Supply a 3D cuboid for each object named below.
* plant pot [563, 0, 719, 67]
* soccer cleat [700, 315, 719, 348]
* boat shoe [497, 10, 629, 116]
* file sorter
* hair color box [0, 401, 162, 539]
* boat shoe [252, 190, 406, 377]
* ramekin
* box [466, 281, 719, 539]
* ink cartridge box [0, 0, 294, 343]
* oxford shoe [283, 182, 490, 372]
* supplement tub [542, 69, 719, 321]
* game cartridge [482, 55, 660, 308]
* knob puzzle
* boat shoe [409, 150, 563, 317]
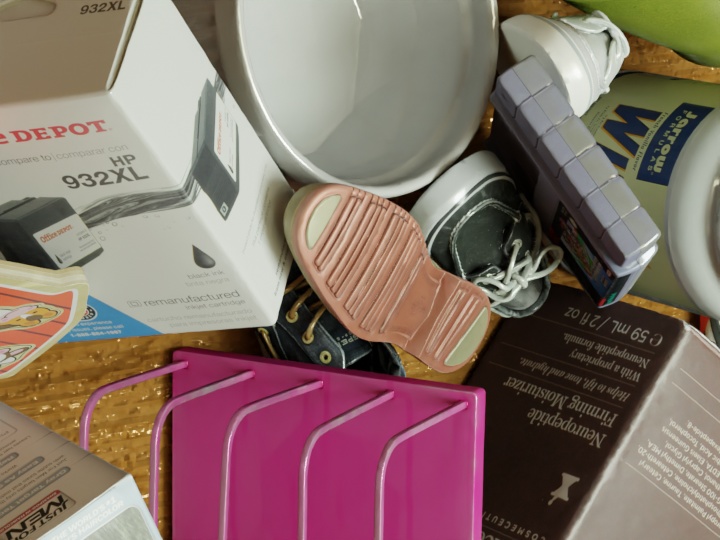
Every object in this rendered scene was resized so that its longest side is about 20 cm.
[{"bbox_3d":[0.196,-0.223,1.404,0.193,0.200,0.201,33,81,-46],"label":"plant pot"},{"bbox_3d":[0.266,0.105,1.571,0.068,0.085,0.202,-1,100,-34],"label":"soccer cleat"},{"bbox_3d":[0.126,-0.126,1.360,0.068,0.200,0.072,-31,86,-1],"label":"boat shoe"},{"bbox_3d":[-0.047,0.134,1.273,0.125,0.199,0.140,-19,113,-61],"label":"file sorter"},{"bbox_3d":[-0.194,0.130,1.193,0.099,0.200,0.061,-34,117,-23],"label":"hair color box"},{"bbox_3d":[-0.029,0.019,1.348,0.071,0.091,0.201,-35,117,-23],"label":"boat shoe"},{"bbox_3d":[-0.026,-0.138,1.290,0.199,0.105,0.202,1,89,-42],"label":"ramekin"},{"bbox_3d":[0.156,0.141,1.454,0.164,0.166,0.201,39,77,-33],"label":"box"},{"bbox_3d":[-0.137,-0.054,1.186,0.200,0.144,0.084,58,36,-47],"label":"ink cartridge box"},{"bbox_3d":[0.000,0.000,1.274,0.071,0.074,0.200,-56,145,-7],"label":"oxford shoe"},{"bbox_3d":[0.218,-0.046,1.436,0.144,0.200,0.146,-8,104,-33],"label":"supplement tub"},{"bbox_3d":[0.120,-0.045,1.329,0.038,0.200,0.130,-30,82,-3],"label":"game cartridge"},{"bbox_3d":[-0.224,0.051,1.177,0.218,0.220,0.031,-14,75,-31],"label":"knob puzzle"},{"bbox_3d":[0.079,-0.012,1.365,0.074,0.068,0.199,-41,162,-5],"label":"boat shoe"}]
